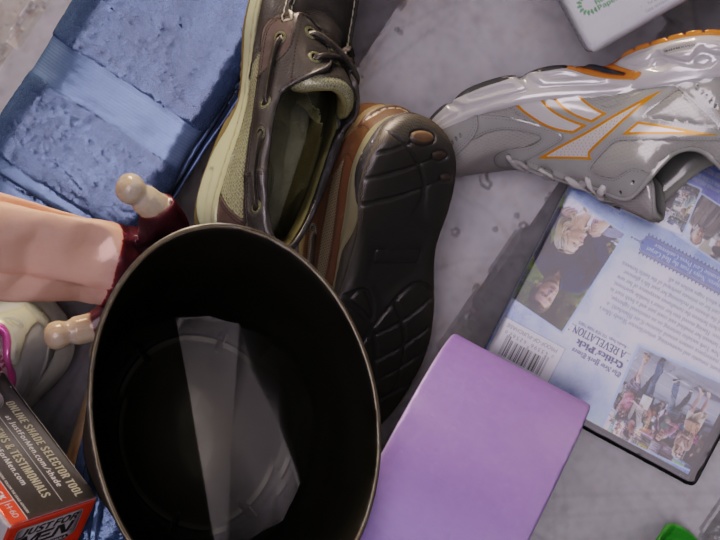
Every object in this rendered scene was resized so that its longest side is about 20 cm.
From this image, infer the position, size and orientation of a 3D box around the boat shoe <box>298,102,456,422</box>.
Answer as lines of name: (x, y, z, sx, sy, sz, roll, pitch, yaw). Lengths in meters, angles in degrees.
boat shoe: (0.000, 0.000, 1.059, 0.075, 0.074, 0.202, 5, 110, -32)

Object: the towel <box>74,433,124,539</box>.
towel: (-0.118, 0.163, 1.071, 0.111, 0.049, 0.202, 12, 90, -11)

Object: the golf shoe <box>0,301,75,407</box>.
golf shoe: (-0.249, 0.095, 1.078, 0.075, 0.092, 0.201, 36, 95, 5)

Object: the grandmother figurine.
grandmother figurine: (-0.138, -0.006, 1.024, 0.198, 0.121, 0.061, 11, 48, -27)

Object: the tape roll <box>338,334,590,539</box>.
tape roll: (0.040, 0.141, 0.985, 0.084, 0.200, 0.201, 27, 93, 7)

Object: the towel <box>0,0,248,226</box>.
towel: (-0.133, -0.105, 1.078, 0.111, 0.049, 0.201, 34, 95, 4)

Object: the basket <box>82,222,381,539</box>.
basket: (-0.079, 0.080, 0.947, 0.135, 0.200, 0.182, -9, 85, -14)

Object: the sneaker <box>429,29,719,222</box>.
sneaker: (0.127, -0.067, 1.023, 0.198, 0.076, 0.093, -13, 83, 23)

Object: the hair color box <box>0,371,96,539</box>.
hair color box: (-0.221, 0.165, 1.028, 0.102, 0.061, 0.201, 46, 128, 28)

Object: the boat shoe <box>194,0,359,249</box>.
boat shoe: (-0.030, -0.097, 1.014, 0.066, 0.072, 0.203, 7, 75, 44)

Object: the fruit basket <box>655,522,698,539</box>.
fruit basket: (0.235, 0.214, 0.997, 0.214, 0.155, 0.218, 4, 103, 19)

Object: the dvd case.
dvd case: (0.172, 0.001, 1.061, 0.142, 0.018, 0.201, 28, 92, 6)

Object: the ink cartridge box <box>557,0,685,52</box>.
ink cartridge box: (0.159, -0.250, 0.989, 0.198, 0.041, 0.201, -28, 97, 2)

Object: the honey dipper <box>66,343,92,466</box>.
honey dipper: (-0.174, 0.135, 1.099, 0.038, 0.038, 0.202, 17, 87, 7)
